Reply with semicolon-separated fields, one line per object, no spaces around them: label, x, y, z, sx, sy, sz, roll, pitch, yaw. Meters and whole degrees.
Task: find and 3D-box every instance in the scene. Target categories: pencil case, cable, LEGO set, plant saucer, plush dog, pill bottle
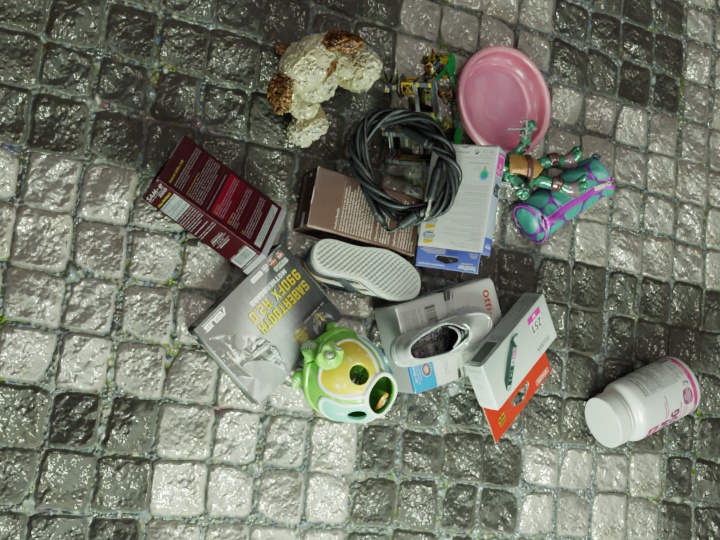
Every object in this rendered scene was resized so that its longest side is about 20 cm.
pencil case;0.375;-0.131;1.670;0.199;0.092;0.086;-33;113;-22
cable;0.068;-0.172;1.439;0.161;0.051;0.203;-24;83;14
LEGO set;0.092;-0.270;1.541;0.155;0.114;0.202;-58;146;-42
plant saucer;0.252;-0.303;1.654;0.197;0.051;0.204;3;84;-25
plush dog;-0.076;-0.314;1.425;0.200;0.172;0.161;-43;90;0
pill bottle;0.520;0.245;1.688;0.198;0.113;0.115;-20;93;-25

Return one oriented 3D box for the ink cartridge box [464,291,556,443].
ink cartridge box;0.266;0.165;1.531;0.200;0.043;0.175;-43;121;-34

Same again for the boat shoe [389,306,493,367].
boat shoe;0.141;0.104;1.455;0.197;0.068;0.073;-10;90;-28

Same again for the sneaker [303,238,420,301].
sneaker;0.000;0.000;1.488;0.197;0.079;0.080;20;72;-20

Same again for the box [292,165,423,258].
box;-0.003;-0.091;1.502;0.197;0.075;0.102;16;78;-24

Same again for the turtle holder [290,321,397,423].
turtle holder;-0.017;0.153;1.405;0.140;0.131;0.188;-37;133;-34

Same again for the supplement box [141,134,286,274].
supplement box;-0.219;-0.099;1.388;0.199;0.061;0.110;37;45;-17

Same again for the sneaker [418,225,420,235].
sneaker;0.183;-0.131;1.550;0.080;0.146;0.201;39;72;-16

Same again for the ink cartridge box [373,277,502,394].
ink cartridge box;0.139;0.108;1.539;0.197;0.084;0.149;-14;91;-26

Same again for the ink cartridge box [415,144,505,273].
ink cartridge box;0.158;-0.099;1.453;0.042;0.118;0.204;18;81;-58

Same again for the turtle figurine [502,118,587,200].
turtle figurine;0.293;-0.184;1.593;0.196;0.101;0.153;6;76;-16

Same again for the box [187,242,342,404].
box;-0.147;0.083;1.429;0.200;0.048;0.159;-45;103;-22
